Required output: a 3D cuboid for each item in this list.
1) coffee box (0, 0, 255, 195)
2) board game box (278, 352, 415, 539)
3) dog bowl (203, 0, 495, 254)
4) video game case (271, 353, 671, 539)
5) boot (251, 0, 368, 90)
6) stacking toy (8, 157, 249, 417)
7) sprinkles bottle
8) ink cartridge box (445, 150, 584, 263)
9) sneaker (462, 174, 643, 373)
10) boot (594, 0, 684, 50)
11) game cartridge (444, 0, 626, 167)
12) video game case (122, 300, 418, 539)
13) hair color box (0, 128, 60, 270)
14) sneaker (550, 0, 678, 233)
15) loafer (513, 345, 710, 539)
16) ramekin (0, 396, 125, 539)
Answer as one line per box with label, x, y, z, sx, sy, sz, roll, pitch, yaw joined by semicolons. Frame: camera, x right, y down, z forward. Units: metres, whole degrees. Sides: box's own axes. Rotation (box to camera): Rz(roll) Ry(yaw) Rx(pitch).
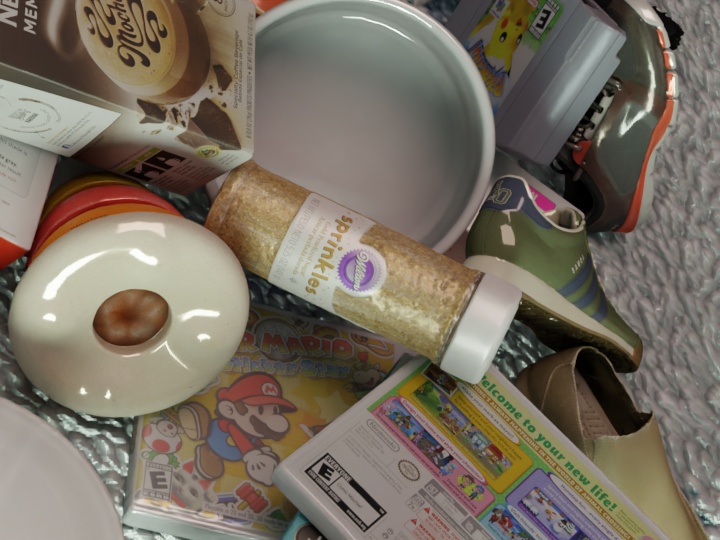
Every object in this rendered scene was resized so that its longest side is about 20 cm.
coffee box;-0.165;-0.134;1.115;0.200;0.080;0.113;17;61;-37
board game box;0.040;0.166;1.143;0.151;0.047;0.200;35;46;0
dog bowl;-0.012;-0.088;1.244;0.200;0.079;0.200;0;94;-5
video game case;0.072;0.149;1.126;0.200;0.022;0.182;44;48;11
boot;-0.057;-0.184;1.361;0.200;0.075;0.107;29;41;15
stacking toy;-0.159;-0.016;1.165;0.146;0.146;0.200;7;31;-23
sprinkles bottle;0.000;0.000;1.159;0.200;0.068;0.068;26;47;5
ink cartridge box;0.045;-0.040;1.337;0.200;0.044;0.174;36;46;2
sneaker;0.144;0.001;1.277;0.200;0.067;0.090;30;68;-45
boot;0.190;-0.241;1.492;0.168;0.076;0.200;58;8;23
game cartridge;0.120;-0.166;1.386;0.040;0.133;0.200;19;22;-28
video game case;-0.049;0.104;1.190;0.200;0.023;0.182;15;50;-17
hair color box;-0.241;-0.108;1.137;0.111;0.064;0.200;30;54;-28
sneaker;0.182;-0.110;1.369;0.082;0.200;0.077;-12;32;-21
loafer;0.177;0.136;1.252;0.076;0.067;0.200;-21;67;-37
ramekin;-0.235;0.169;0.994;0.202;0.094;0.202;14;51;-18
